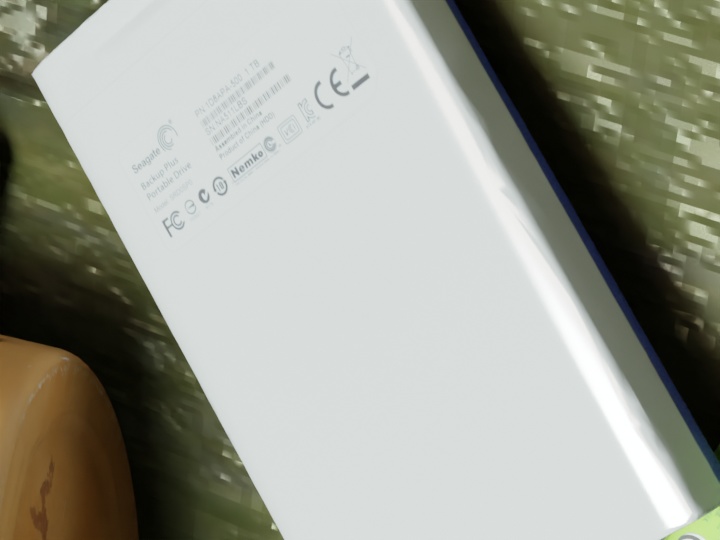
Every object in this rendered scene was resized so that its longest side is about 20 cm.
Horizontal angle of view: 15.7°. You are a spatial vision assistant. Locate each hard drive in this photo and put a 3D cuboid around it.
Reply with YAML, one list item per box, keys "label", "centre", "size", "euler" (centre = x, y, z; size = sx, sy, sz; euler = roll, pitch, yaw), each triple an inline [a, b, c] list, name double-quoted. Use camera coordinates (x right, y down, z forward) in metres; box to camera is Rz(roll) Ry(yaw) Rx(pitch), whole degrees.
- label: "hard drive"
  centre: [0.000, 0.000, 0.700]
  size: [0.132, 0.025, 0.200]
  euler: [-35, 81, 41]

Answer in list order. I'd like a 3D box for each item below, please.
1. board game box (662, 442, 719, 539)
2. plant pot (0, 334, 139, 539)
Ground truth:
- label: "board game box"
  centre: [0.158, 0.125, 0.656]
  size: [0.200, 0.030, 0.096]
  euler: [39, 125, 19]
- label: "plant pot"
  centre: [-0.149, 0.094, 0.756]
  size: [0.140, 0.200, 0.201]
  euler: [-1, 108, 12]
